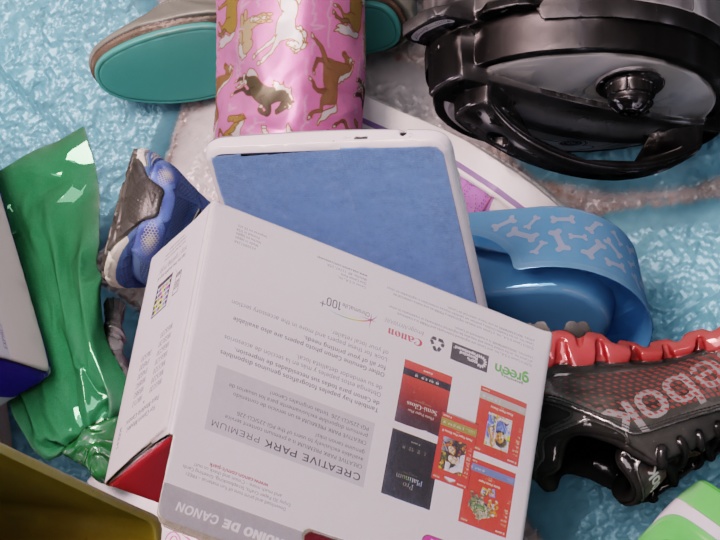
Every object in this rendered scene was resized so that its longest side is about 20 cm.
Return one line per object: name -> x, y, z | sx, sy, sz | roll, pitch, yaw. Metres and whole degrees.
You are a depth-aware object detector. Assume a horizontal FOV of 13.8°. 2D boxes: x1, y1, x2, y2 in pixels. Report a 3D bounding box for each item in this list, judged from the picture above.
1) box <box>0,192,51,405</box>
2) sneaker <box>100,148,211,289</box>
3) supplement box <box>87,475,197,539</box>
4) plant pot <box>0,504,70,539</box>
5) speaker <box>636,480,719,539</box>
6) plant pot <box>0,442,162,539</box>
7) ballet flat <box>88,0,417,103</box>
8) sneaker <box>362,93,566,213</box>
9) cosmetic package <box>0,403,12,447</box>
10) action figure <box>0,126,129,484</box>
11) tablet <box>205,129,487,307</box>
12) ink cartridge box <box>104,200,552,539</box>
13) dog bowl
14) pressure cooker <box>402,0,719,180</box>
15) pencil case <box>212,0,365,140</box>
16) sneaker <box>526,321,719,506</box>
box -> -0.292, 0.015, 1.624 | 0.199, 0.105, 0.185 | -30, 64, 22
sneaker -> -0.080, -0.009, 1.625 | 0.089, 0.200, 0.079 | 11, 76, 17
supplement box -> -0.036, 0.150, 1.619 | 0.200, 0.103, 0.101 | 41, 91, 24
plant pot -> -0.185, 0.236, 1.586 | 0.199, 0.198, 0.202 | -5, 74, 16
speaker -> 0.147, 0.211, 1.555 | 0.088, 0.088, 0.200 | 36, 87, 22
plant pot -> -0.241, 0.174, 1.422 | 0.175, 0.200, 0.201 | 11, 78, 31
ballet flat -> -0.061, -0.145, 1.741 | 0.199, 0.068, 0.064 | -10, 44, 13
sneaker -> 0.020, -0.030, 1.675 | 0.200, 0.073, 0.115 | 25, 87, 31
cosmetic package -> -0.262, 0.077, 1.715 | 0.103, 0.087, 0.201 | -12, 70, 12
action figure -> -0.167, 0.033, 1.634 | 0.118, 0.055, 0.201 | -32, 58, 18
tablet -> 0.000, 0.000, 1.565 | 0.129, 0.201, 0.014 | -1, 48, 13
ink cartridge box -> -0.017, 0.088, 1.482 | 0.199, 0.084, 0.177 | 22, 59, -20
dog bowl -> 0.063, 0.014, 1.627 | 0.198, 0.112, 0.050 | -5, 54, 16
pressure cooker -> 0.116, -0.148, 1.617 | 0.175, 0.179, 0.202 | -5, 72, 12
pencil case -> -0.043, -0.133, 1.650 | 0.082, 0.086, 0.202 | 6, 73, -28
sneaker -> 0.171, 0.078, 1.574 | 0.199, 0.071, 0.099 | -3, 60, -2
